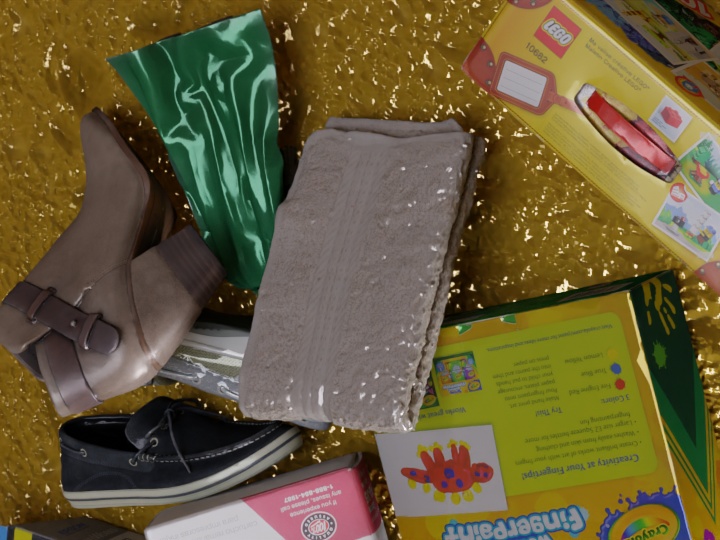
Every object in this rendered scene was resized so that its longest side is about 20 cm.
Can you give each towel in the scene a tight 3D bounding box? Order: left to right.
[{"bbox_3d":[0.000,0.000,1.505,0.132,0.034,0.201,4,74,38],"label":"towel"}]

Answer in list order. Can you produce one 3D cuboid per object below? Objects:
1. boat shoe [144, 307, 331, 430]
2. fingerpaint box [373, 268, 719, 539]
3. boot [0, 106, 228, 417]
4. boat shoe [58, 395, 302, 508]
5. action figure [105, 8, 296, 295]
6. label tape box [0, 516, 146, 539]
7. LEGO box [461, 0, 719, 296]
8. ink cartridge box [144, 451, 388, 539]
[{"bbox_3d":[-0.107,0.061,1.613,0.201,0.074,0.065,7,100,21],"label":"boat shoe"},{"bbox_3d":[0.113,0.102,1.494,0.200,0.073,0.167,-13,93,33],"label":"fingerpaint box"},{"bbox_3d":[-0.181,-0.003,1.582,0.146,0.070,0.200,-38,50,-2],"label":"boot"},{"bbox_3d":[-0.128,0.118,1.637,0.200,0.075,0.062,-9,103,36],"label":"boat shoe"},{"bbox_3d":[-0.078,-0.061,1.579,0.118,0.055,0.200,-13,101,30],"label":"action figure"},{"bbox_3d":[-0.190,0.253,1.706,0.200,0.063,0.145,15,107,26],"label":"label tape box"},{"bbox_3d":[0.179,-0.088,1.370,0.200,0.149,0.077,42,118,15],"label":"LEGO box"},{"bbox_3d":[-0.040,0.236,1.577,0.146,0.083,0.201,-17,92,3],"label":"ink cartridge box"}]
